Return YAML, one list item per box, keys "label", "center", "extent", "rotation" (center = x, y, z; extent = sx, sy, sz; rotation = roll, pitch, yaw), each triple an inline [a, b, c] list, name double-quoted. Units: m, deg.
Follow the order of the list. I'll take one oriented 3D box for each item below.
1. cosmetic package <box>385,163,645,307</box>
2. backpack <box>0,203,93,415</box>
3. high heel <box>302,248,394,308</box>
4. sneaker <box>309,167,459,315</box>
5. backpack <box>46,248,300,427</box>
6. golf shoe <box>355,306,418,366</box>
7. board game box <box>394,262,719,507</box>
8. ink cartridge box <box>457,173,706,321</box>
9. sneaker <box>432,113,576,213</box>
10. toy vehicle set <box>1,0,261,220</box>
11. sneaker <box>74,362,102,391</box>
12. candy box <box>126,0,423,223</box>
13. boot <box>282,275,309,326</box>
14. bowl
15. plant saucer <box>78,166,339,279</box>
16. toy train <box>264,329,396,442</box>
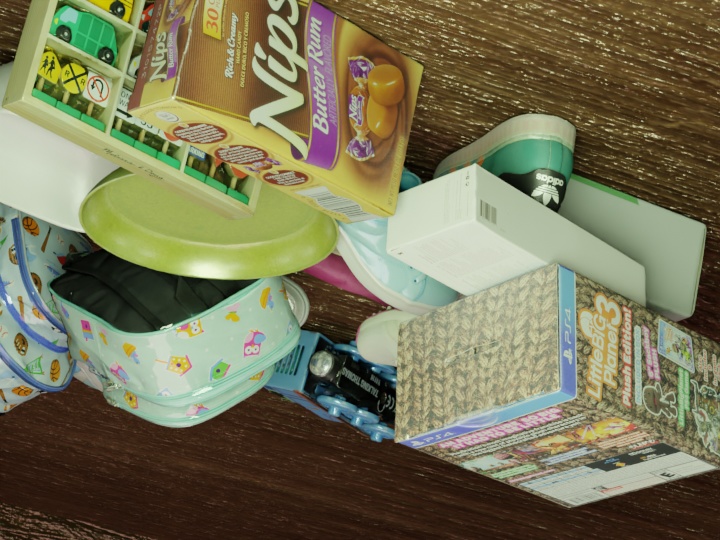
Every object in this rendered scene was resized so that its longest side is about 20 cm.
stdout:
- label: "cosmetic package"
  center: [0.115, -0.008, 1.300]
  extent: [0.083, 0.051, 0.200]
  rotation: [-21, 145, 38]
- label: "backpack"
  center: [-0.336, 0.033, 1.710]
  extent: [0.154, 0.191, 0.200]
  rotation: [-18, 150, 25]
- label: "high heel"
  center: [0.000, 0.000, 1.608]
  extent: [0.096, 0.067, 0.200]
  rotation: [-18, 132, 38]
- label: "sneaker"
  center: [0.026, -0.037, 1.419]
  extent: [0.082, 0.074, 0.200]
  rotation: [-11, 134, 46]
- label: "backpack"
  center: [-0.151, 0.044, 1.551]
  extent: [0.176, 0.153, 0.200]
  rotation: [-28, -158, -27]
- label: "golf shoe"
  center: [0.070, 0.079, 1.505]
  extent: [0.200, 0.092, 0.075]
  rotation: [0, 155, 41]
- label: "board game box"
  center: [0.151, 0.091, 1.331]
  extent: [0.200, 0.097, 0.159]
  rotation: [25, 147, -38]
- label: "ink cartridge box"
  center: [0.166, 0.000, 1.485]
  extent: [0.146, 0.084, 0.200]
  rotation: [19, 160, -19]
- label: "sneaker"
  center: [0.100, -0.050, 1.377]
  extent: [0.071, 0.080, 0.200]
  rotation: [14, 160, -15]
- label: "toy vehicle set"
  center: [-0.141, -0.128, 1.226]
  extent: [0.200, 0.124, 0.027]
  rotation: [26, 157, -38]
- label: "sneaker"
  center: [-0.349, 0.077, 2.025]
  extent: [0.130, 0.080, 0.200]
  rotation: [0, 149, 25]
- label: "candy box"
  center: [-0.053, -0.122, 1.207]
  extent: [0.200, 0.117, 0.056]
  rotation: [25, 158, -36]
- label: "boot"
  center: [-0.147, 0.021, 1.714]
  extent: [0.200, 0.074, 0.096]
  rotation: [13, -178, -2]
- label: "bowl"
  center: [-0.240, -0.105, 1.431]
  extent: [0.200, 0.075, 0.200]
  rotation: [23, 158, -34]
- label: "plant saucer"
  center: [-0.115, -0.045, 1.383]
  extent: [0.200, 0.031, 0.200]
  rotation: [2, 156, 1]
- label: "toy train"
  center: [-0.022, 0.125, 1.974]
  extent: [0.114, 0.087, 0.200]
  rotation: [11, 166, 30]
